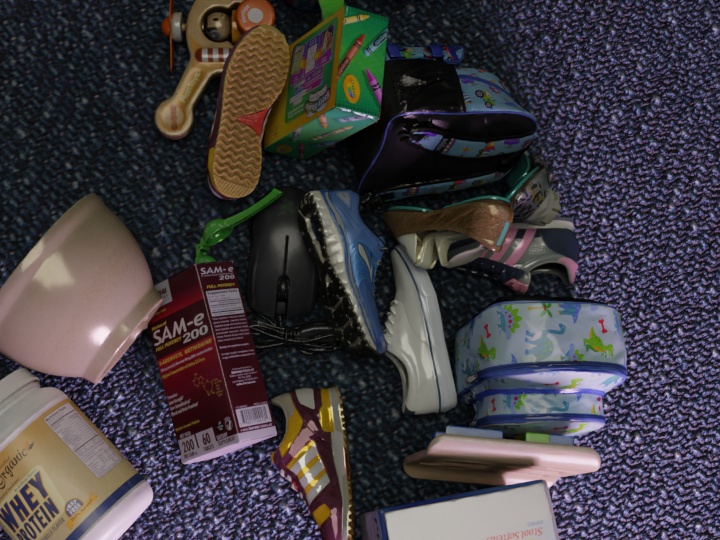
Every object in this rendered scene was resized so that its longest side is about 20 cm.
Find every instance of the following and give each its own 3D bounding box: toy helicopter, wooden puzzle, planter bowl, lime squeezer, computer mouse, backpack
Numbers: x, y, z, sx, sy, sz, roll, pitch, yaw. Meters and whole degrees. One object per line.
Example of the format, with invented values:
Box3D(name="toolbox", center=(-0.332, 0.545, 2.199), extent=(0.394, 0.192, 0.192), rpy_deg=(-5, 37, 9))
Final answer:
Box3D(name="toy helicopter", center=(-0.192, -0.250, 1.638), extent=(0.131, 0.079, 0.202), rpy_deg=(27, 80, 1))
Box3D(name="wooden puzzle", center=(0.150, 0.199, 1.519), extent=(0.183, 0.200, 0.047), rpy_deg=(5, 74, -6))
Box3D(name="planter bowl", center=(-0.299, 0.036, 1.503), extent=(0.134, 0.200, 0.201), rpy_deg=(38, 76, -1))
Box3D(name="lime squeezer", center=(-0.159, -0.012, 1.603), extent=(0.070, 0.038, 0.202), rpy_deg=(25, 92, 6))
Box3D(name="computer mouse", center=(-0.082, -0.005, 1.610), extent=(0.137, 0.053, 0.203), rpy_deg=(0, 78, -6))
Box3D(name="backpack", center=(0.204, 0.109, 1.540), extent=(0.181, 0.200, 0.149), rpy_deg=(0, 73, -7))
Box3D(name="backpack", center=(0.095, -0.170, 1.606), extent=(0.198, 0.183, 0.136), rpy_deg=(-4, 61, -20))

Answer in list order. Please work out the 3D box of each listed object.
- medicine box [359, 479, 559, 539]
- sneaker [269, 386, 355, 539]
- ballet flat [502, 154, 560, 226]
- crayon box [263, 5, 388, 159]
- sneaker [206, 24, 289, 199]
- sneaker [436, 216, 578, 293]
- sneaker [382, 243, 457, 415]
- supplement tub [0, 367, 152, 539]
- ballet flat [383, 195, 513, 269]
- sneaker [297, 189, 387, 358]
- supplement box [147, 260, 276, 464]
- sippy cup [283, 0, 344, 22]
Box3D(name="medicine box", center=(0.103, 0.294, 1.493), extent=(0.180, 0.200, 0.104), rpy_deg=(-9, 79, -9))
Box3D(name="sneaker", center=(-0.055, 0.233, 1.559), extent=(0.089, 0.075, 0.202), rpy_deg=(-5, 72, 0))
Box3D(name="ballet flat", center=(0.201, -0.088, 1.597), extent=(0.071, 0.200, 0.073), rpy_deg=(2, 105, 8))
Box3D(name="crayon box", center=(-0.042, -0.209, 1.580), extent=(0.058, 0.199, 0.120), rpy_deg=(12, 76, -26))
Box3D(name="sneaker", center=(-0.139, -0.183, 1.601), extent=(0.074, 0.090, 0.202), rpy_deg=(17, 87, -18))
Box3D(name="sneaker", center=(0.163, -0.012, 1.632), extent=(0.197, 0.070, 0.083), rpy_deg=(-7, 76, -7))
Box3D(name="sneaker", center=(0.056, 0.069, 1.601), extent=(0.070, 0.073, 0.202), rpy_deg=(-12, 79, -10))
Box3D(name="supplement tub", center=(-0.335, 0.218, 1.485), extent=(0.200, 0.144, 0.144), rpy_deg=(45, 77, 4))
Box3D(name="ballet flat", center=(0.092, -0.039, 1.548), extent=(0.067, 0.199, 0.073), rpy_deg=(15, 78, -40))
Box3D(name="sneaker", center=(0.000, 0.000, 1.576), extent=(0.088, 0.078, 0.202), rpy_deg=(-15, 88, -26))
Box3D(name="supplement box", center=(-0.170, 0.102, 1.543), extent=(0.061, 0.108, 0.202), rpy_deg=(-5, 75, -47))
Box3D(name="sippy cup", center=(-0.056, -0.376, 1.651), extent=(0.138, 0.130, 0.179), rpy_deg=(24, 77, -2))
